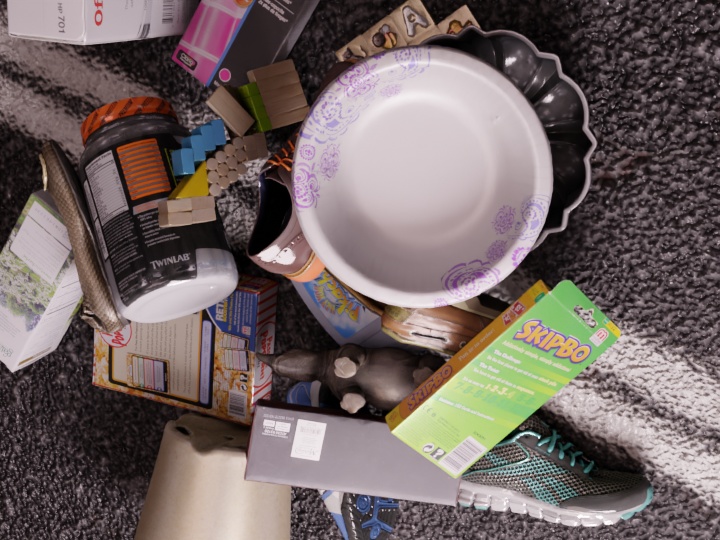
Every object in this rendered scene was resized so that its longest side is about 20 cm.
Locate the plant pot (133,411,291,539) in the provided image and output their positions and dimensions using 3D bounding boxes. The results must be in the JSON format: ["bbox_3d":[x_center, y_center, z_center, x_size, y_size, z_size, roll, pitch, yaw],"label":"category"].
[{"bbox_3d":[-0.148,0.253,1.106,0.200,0.200,0.184,12,98,19],"label":"plant pot"}]

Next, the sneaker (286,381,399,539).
[{"bbox_3d":[-0.019,0.198,1.099,0.077,0.076,0.201,-4,103,46],"label":"sneaker"}]

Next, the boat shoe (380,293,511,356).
[{"bbox_3d":[0.107,0.058,0.958,0.200,0.072,0.068,25,98,-20],"label":"boat shoe"}]

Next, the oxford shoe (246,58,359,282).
[{"bbox_3d":[-0.042,-0.092,0.918,0.071,0.072,0.201,15,88,43],"label":"oxford shoe"}]

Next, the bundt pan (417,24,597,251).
[{"bbox_3d":[0.112,-0.114,0.934,0.201,0.076,0.203,6,107,21],"label":"bundt pan"}]

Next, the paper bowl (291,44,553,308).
[{"bbox_3d":[0.048,-0.077,0.853,0.200,0.104,0.202,0,99,2],"label":"paper bowl"}]

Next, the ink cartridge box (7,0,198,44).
[{"bbox_3d":[-0.227,-0.287,0.967,0.086,0.200,0.147,10,108,20],"label":"ink cartridge box"}]

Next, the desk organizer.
[{"bbox_3d":[-0.007,0.163,1.004,0.199,0.077,0.072,9,97,-9],"label":"desk organizer"}]

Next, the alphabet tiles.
[{"bbox_3d":[0.066,-0.144,0.992,0.166,0.006,0.200,-31,92,28],"label":"alphabet tiles"}]

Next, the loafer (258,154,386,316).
[{"bbox_3d":[-0.021,-0.034,0.981,0.200,0.072,0.073,39,119,10],"label":"loafer"}]

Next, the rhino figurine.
[{"bbox_3d":[-0.003,0.099,1.005,0.199,0.087,0.060,9,98,7],"label":"rhino figurine"}]

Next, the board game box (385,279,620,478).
[{"bbox_3d":[0.125,0.092,0.924,0.200,0.030,0.095,-41,125,14],"label":"board game box"}]

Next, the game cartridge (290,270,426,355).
[{"bbox_3d":[0.000,0.000,1.043,0.133,0.040,0.200,-36,89,33],"label":"game cartridge"}]

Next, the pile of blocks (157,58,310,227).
[{"bbox_3d":[-0.132,-0.118,0.989,0.082,0.200,0.062,49,154,-21],"label":"pile of blocks"}]

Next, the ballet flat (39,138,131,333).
[{"bbox_3d":[-0.282,-0.031,1.059,0.046,0.067,0.201,-19,100,-2],"label":"ballet flat"}]

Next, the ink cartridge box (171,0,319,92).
[{"bbox_3d":[-0.095,-0.257,1.015,0.095,0.037,0.200,38,114,9],"label":"ink cartridge box"}]

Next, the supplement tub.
[{"bbox_3d":[-0.203,-0.060,1.046,0.122,0.122,0.201,-26,73,27],"label":"supplement tub"}]

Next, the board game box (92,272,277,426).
[{"bbox_3d":[-0.190,0.068,1.138,0.199,0.046,0.152,12,109,19],"label":"board game box"}]

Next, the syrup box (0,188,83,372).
[{"bbox_3d":[-0.347,0.007,1.168,0.079,0.081,0.200,39,116,8],"label":"syrup box"}]

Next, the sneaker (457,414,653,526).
[{"bbox_3d":[0.173,0.182,1.004,0.199,0.078,0.092,4,102,20],"label":"sneaker"}]
